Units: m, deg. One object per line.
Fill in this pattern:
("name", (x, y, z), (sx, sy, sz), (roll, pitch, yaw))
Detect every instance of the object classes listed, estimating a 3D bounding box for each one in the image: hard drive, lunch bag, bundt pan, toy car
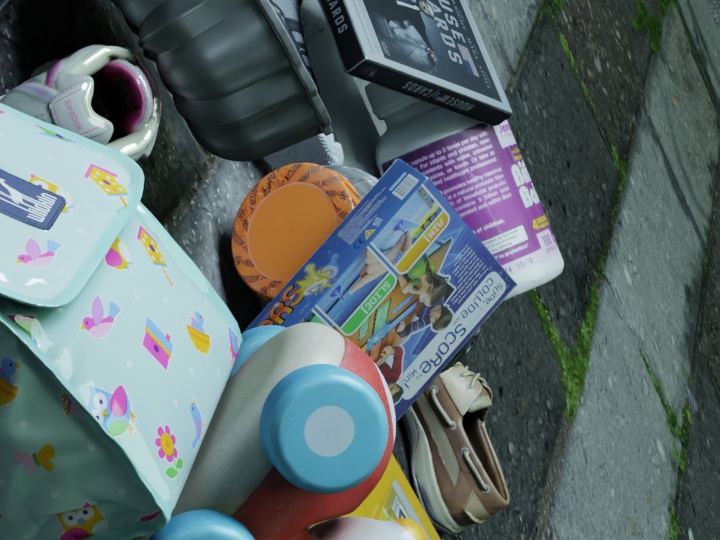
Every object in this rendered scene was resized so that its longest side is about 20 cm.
("hard drive", (-0.036, -0.140, 1.434), (0.200, 0.025, 0.132), (64, 24, -16))
("lunch bag", (-0.163, 0.021, 0.902), (0.200, 0.122, 0.170), (57, 24, -20))
("bundt pan", (-0.099, -0.151, 1.087), (0.202, 0.076, 0.202), (59, -3, 5))
("toy car", (-0.011, 0.148, 0.962), (0.200, 0.177, 0.184), (40, -4, -14))

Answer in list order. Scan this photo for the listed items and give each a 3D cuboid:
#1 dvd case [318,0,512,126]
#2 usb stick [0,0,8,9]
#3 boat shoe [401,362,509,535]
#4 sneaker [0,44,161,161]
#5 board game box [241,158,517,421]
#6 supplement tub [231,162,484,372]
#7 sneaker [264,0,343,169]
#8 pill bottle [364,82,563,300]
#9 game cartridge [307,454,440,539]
("dvd case", (0.031, -0.192, 1.354), (0.200, 0.025, 0.151), (11, 53, -54))
("usb stick", (-0.168, -0.225, 1.029), (0.033, 0.200, 0.055), (32, -11, 40))
("boat shoe", (0.070, 0.103, 1.429), (0.076, 0.072, 0.200), (1, 72, -66))
("sneaker", (-0.150, -0.089, 1.050), (0.081, 0.088, 0.200), (66, 19, -12))
("board game box", (0.000, 0.043, 1.184), (0.034, 0.200, 0.135), (37, -7, 45))
("supplement tub", (0.000, 0.000, 1.285), (0.200, 0.122, 0.123), (31, 45, -57))
("sneaker", (-0.056, -0.167, 1.315), (0.200, 0.075, 0.114), (57, 44, -23))
("pill bottle", (0.078, -0.071, 1.457), (0.200, 0.112, 0.112), (68, 23, -2))
("game cartridge", (0.036, 0.221, 1.132), (0.200, 0.032, 0.176), (59, 19, -10))
